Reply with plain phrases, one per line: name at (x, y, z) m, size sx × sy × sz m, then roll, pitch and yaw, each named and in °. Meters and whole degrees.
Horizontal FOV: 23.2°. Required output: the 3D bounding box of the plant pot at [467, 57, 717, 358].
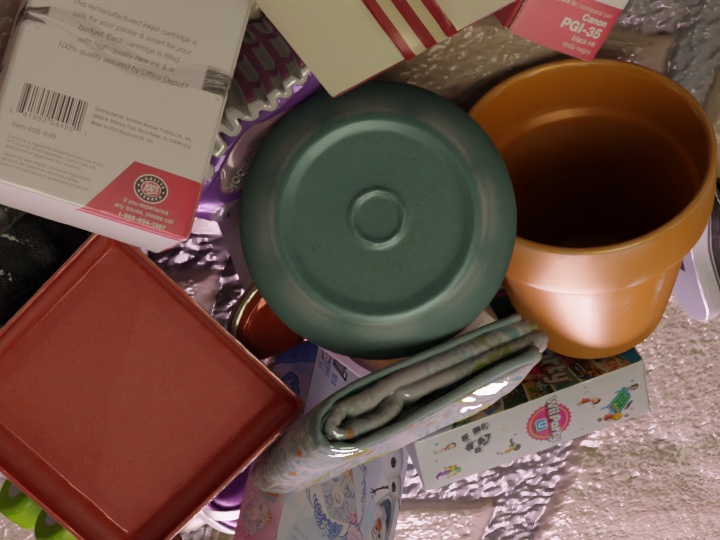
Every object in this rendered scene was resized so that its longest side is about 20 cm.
plant pot at (0.178, -0.033, 1.383) m, size 0.199 × 0.201 × 0.184 m, roll -19°, pitch 141°, yaw -6°

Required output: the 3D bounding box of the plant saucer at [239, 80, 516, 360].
plant saucer at (0.012, -0.037, 1.237) m, size 0.199 × 0.036 × 0.201 m, roll 0°, pitch 89°, yaw 1°

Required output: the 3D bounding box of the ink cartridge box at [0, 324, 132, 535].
ink cartridge box at (-0.215, 0.135, 1.352) m, size 0.200 × 0.100 × 0.039 m, roll 32°, pitch 152°, yaw -18°

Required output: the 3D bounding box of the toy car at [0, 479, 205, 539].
toy car at (-0.168, 0.174, 1.464) m, size 0.164 × 0.158 × 0.200 m, roll 44°, pitch 76°, yaw -32°

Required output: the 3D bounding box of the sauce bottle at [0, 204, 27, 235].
sauce bottle at (-0.190, -0.098, 1.235) m, size 0.200 × 0.065 × 0.065 m, roll -38°, pitch 132°, yaw -20°

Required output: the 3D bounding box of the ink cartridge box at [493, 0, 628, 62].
ink cartridge box at (0.155, -0.271, 1.219) m, size 0.083 × 0.147 × 0.200 m, roll 16°, pitch 118°, yaw -30°

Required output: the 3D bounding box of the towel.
towel at (0.028, 0.104, 1.294) m, size 0.199 × 0.048 × 0.171 m, roll -21°, pitch 167°, yaw -24°

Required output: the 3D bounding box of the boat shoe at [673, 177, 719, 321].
boat shoe at (0.294, -0.044, 1.491) m, size 0.066 × 0.070 × 0.200 m, roll -33°, pitch 128°, yaw -16°

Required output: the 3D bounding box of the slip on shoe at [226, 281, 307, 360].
slip on shoe at (-0.007, 0.012, 1.283) m, size 0.199 × 0.061 × 0.074 m, roll -26°, pitch 130°, yaw 1°

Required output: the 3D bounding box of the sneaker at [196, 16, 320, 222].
sneaker at (-0.080, -0.108, 1.306) m, size 0.200 × 0.081 × 0.088 m, roll -43°, pitch 134°, yaw 19°

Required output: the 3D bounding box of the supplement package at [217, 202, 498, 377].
supplement package at (0.000, 0.000, 1.386) m, size 0.114 × 0.110 × 0.200 m, roll -42°, pitch 127°, yaw 13°

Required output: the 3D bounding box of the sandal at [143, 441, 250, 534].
sandal at (-0.104, 0.165, 1.396) m, size 0.202 × 0.050 × 0.083 m, roll 30°, pitch 70°, yaw -54°

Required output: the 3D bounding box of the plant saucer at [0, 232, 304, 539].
plant saucer at (-0.176, 0.094, 1.285) m, size 0.200 × 0.037 × 0.200 m, roll 43°, pitch 104°, yaw -11°

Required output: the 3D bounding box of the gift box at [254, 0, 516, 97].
gift box at (-0.009, -0.259, 1.146) m, size 0.184 × 0.200 × 0.187 m, roll -28°, pitch 126°, yaw 18°

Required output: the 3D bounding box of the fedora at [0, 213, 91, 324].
fedora at (-0.271, -0.016, 1.288) m, size 0.200 × 0.092 × 0.201 m, roll -9°, pitch 127°, yaw -12°

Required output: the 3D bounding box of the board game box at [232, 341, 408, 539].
board game box at (-0.026, 0.183, 1.444) m, size 0.043 × 0.200 × 0.200 m, roll -6°, pitch 143°, yaw 24°

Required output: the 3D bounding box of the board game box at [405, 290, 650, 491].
board game box at (0.121, 0.087, 1.470) m, size 0.199 × 0.148 × 0.064 m, roll -19°, pitch 127°, yaw -6°

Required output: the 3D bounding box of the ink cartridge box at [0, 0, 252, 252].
ink cartridge box at (-0.165, -0.130, 1.170) m, size 0.145 × 0.085 × 0.201 m, roll 18°, pitch 79°, yaw -16°
